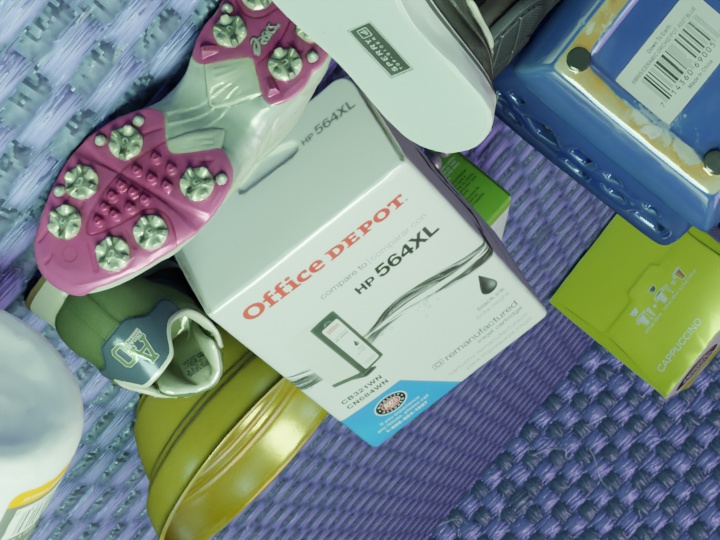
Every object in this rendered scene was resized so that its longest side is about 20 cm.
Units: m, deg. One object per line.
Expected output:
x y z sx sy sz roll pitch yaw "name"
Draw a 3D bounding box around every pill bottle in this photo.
-0.218 0.118 0.857 0.116 0.116 0.201 -29 157 -54 "pill bottle"

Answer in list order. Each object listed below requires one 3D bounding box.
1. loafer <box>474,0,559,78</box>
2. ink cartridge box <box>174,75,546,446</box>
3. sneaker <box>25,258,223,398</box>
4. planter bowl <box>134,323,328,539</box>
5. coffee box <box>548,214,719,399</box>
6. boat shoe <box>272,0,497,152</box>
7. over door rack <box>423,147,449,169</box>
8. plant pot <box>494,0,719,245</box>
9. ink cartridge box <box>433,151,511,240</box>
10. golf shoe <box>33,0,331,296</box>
0.091 -0.178 1.114 0.200 0.063 0.072 -47 168 -26 "loafer"
0.000 0.000 1.068 0.146 0.085 0.200 -38 141 9 "ink cartridge box"
-0.115 0.040 1.018 0.067 0.090 0.200 -51 166 3 "sneaker"
-0.096 0.097 1.240 0.200 0.083 0.201 -46 166 -14 "planter bowl"
0.398 0.024 2.332 0.200 0.200 0.198 -53 165 12 "coffee box"
0.004 -0.141 0.855 0.200 0.070 0.064 51 39 -40 "boat shoe"
0.009 -0.072 1.160 0.200 0.067 0.148 -41 163 -31 "over door rack"
0.213 -0.146 1.234 0.200 0.200 0.180 -51 -177 2 "plant pot"
0.041 0.006 1.446 0.148 0.076 0.200 -46 167 -16 "ink cartridge box"
-0.081 -0.059 0.906 0.200 0.075 0.092 -46 169 -9 "golf shoe"
